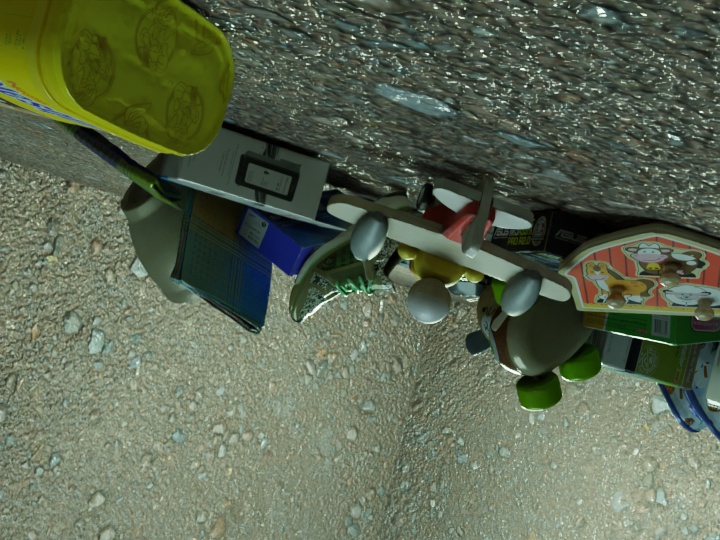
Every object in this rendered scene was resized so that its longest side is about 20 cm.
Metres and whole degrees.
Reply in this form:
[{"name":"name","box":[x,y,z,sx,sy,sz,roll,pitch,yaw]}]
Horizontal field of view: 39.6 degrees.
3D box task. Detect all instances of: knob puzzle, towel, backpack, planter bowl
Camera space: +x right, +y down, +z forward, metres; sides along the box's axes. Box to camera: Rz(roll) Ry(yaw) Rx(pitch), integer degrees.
[{"name":"knob puzzle","box":[0.292,0.011,0.986,0.215,0.031,0.220,9,158,4]},{"name":"towel","box":[-0.297,-0.145,1.161,0.199,0.023,0.144,37,178,8]},{"name":"towel","box":[-0.156,-0.040,1.191,0.021,0.203,0.146,-21,140,32]},{"name":"backpack","box":[0.520,0.160,1.473,0.198,0.154,0.192,17,-141,-44]},{"name":"planter bowl","box":[-0.226,-0.077,1.305,0.135,0.201,0.199,46,162,-28]}]

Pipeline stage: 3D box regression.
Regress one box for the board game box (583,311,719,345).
[{"name":"board game box","box":[0.390,0.052,1.196,0.197,0.041,0.152,-2,-173,-30]}]

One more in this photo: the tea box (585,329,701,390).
[{"name":"tea box","box":[0.344,0.070,1.404,0.194,0.136,0.199,16,177,-32]}]

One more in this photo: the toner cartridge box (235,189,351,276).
[{"name":"toner cartridge box","box":[-0.056,-0.051,1.242,0.095,0.044,0.199,38,-154,20]}]

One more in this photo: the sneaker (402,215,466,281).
[{"name":"sneaker","box":[0.074,-0.038,1.349,0.197,0.079,0.085,15,177,22]}]

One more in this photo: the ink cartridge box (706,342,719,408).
[{"name":"ink cartridge box","box":[0.567,0.133,1.291,0.196,0.149,0.084,14,178,7]}]

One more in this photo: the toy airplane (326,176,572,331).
[{"name":"toy airplane","box":[0.088,-0.016,0.980,0.198,0.144,0.198,17,175,37]}]

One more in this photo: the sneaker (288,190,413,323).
[{"name":"sneaker","box":[0.000,0.000,1.167,0.089,0.200,0.077,49,-174,23]}]

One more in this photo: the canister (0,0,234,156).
[{"name":"canister","box":[-0.201,-0.143,0.643,0.197,0.088,0.148,16,178,31]}]

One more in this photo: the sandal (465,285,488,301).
[{"name":"sandal","box":[0.256,0.042,1.503,0.203,0.060,0.079,-8,180,-24]}]

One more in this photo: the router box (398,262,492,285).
[{"name":"router box","box":[0.140,-0.017,1.567,0.148,0.063,0.199,15,178,33]}]

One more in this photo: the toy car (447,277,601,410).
[{"name":"toy car","box":[0.186,0.065,1.279,0.156,0.167,0.198,-26,-163,-34]}]

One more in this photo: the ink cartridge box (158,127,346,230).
[{"name":"ink cartridge box","box":[-0.112,-0.104,1.106,0.197,0.069,0.116,17,180,-23]}]

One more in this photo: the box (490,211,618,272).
[{"name":"box","box":[0.261,-0.015,1.102,0.196,0.045,0.160,16,177,-13]}]
